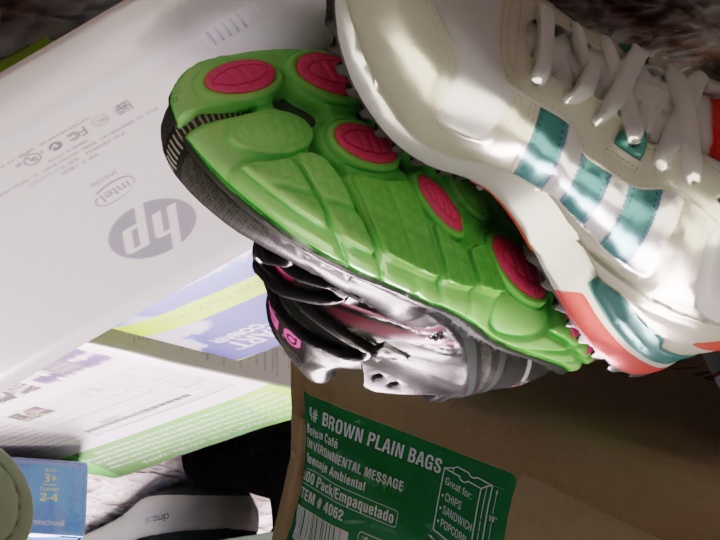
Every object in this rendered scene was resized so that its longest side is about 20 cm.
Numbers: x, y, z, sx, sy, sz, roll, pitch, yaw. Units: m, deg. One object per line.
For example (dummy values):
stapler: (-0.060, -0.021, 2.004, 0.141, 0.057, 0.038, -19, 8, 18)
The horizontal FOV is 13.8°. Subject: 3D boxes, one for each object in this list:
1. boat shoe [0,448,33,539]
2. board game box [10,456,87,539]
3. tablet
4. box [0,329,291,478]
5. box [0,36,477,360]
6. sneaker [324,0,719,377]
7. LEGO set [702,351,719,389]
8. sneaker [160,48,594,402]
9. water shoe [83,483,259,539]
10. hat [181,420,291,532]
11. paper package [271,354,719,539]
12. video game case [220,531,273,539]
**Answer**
boat shoe: (-0.218, 0.063, 1.077, 0.201, 0.072, 0.061, 31, 137, -17)
board game box: (-0.201, 0.106, 1.289, 0.151, 0.037, 0.200, 5, 169, -10)
tablet: (-0.073, -0.026, 0.888, 0.200, 0.014, 0.130, -29, 146, 9)
box: (-0.124, 0.037, 1.162, 0.144, 0.036, 0.200, -20, 154, 40)
box: (-0.061, -0.018, 0.994, 0.200, 0.048, 0.122, 15, 154, -41)
sneaker: (0.073, -0.045, 0.843, 0.093, 0.070, 0.200, -12, 137, 34)
LEGO set: (0.180, -0.035, 0.946, 0.154, 0.116, 0.200, -20, 170, -41)
sneaker: (0.000, 0.000, 0.887, 0.084, 0.077, 0.200, -29, 145, 20)
water shoe: (-0.101, 0.164, 1.464, 0.071, 0.079, 0.200, 2, 160, -16)
hat: (0.021, 0.110, 1.327, 0.200, 0.081, 0.201, -4, 160, -1)
paper package: (0.097, 0.083, 1.042, 0.200, 0.104, 0.190, 18, -164, 35)
video game case: (-0.037, 0.167, 1.338, 0.182, 0.024, 0.200, -12, 149, 34)
